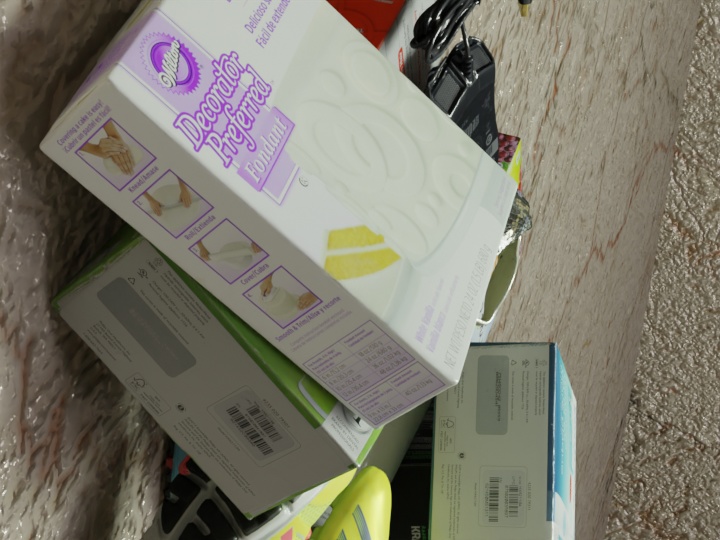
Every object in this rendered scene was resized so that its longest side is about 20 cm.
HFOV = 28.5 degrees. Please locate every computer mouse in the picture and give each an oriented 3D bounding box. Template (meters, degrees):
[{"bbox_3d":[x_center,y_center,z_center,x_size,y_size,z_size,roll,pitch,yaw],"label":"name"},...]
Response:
[{"bbox_3d":[0.068,-0.126,0.920,0.141,0.046,0.201,-54,152,-30],"label":"computer mouse"}]

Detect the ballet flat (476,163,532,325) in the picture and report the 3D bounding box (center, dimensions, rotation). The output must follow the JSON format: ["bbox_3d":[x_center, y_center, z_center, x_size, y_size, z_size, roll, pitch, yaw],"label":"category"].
[{"bbox_3d":[0.046,0.023,0.861,0.201,0.072,0.072,-53,155,-22],"label":"ballet flat"}]

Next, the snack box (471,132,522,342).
[{"bbox_3d":[0.083,0.002,1.241,0.169,0.067,0.201,79,32,-55],"label":"snack box"}]

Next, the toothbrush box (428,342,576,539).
[{"bbox_3d":[0.106,0.144,1.005,0.200,0.085,0.147,57,34,-69],"label":"toothbrush box"}]

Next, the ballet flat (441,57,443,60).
[{"bbox_3d":[0.041,-0.103,1.015,0.200,0.072,0.068,-55,150,-49],"label":"ballet flat"}]

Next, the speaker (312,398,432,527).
[{"bbox_3d":[-0.012,0.125,0.980,0.201,0.081,0.081,-63,159,-17],"label":"speaker"}]

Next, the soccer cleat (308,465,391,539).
[{"bbox_3d":[-0.009,0.223,0.878,0.065,0.083,0.201,43,65,-71],"label":"soccer cleat"}]

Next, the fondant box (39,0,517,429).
[{"bbox_3d":[-0.027,-0.047,0.643,0.058,0.200,0.145,-35,-157,40],"label":"fondant box"}]

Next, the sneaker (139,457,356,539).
[{"bbox_3d":[-0.068,0.158,0.759,0.200,0.078,0.090,-45,127,0],"label":"sneaker"}]

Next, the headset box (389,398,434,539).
[{"bbox_3d":[0.040,0.206,1.109,0.200,0.092,0.175,-51,137,-74],"label":"headset box"}]

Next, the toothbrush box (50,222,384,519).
[{"bbox_3d":[-0.036,-0.001,0.717,0.146,0.086,0.200,50,38,-12],"label":"toothbrush box"}]

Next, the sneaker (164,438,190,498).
[{"bbox_3d":[-0.057,0.079,0.813,0.079,0.095,0.201,-54,153,-50],"label":"sneaker"}]

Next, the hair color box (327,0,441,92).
[{"bbox_3d":[0.004,-0.137,0.892,0.102,0.061,0.201,84,26,-50],"label":"hair color box"}]
